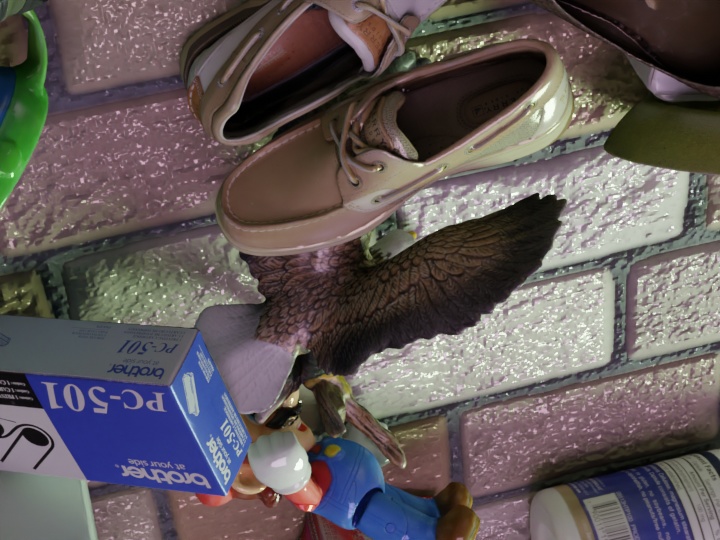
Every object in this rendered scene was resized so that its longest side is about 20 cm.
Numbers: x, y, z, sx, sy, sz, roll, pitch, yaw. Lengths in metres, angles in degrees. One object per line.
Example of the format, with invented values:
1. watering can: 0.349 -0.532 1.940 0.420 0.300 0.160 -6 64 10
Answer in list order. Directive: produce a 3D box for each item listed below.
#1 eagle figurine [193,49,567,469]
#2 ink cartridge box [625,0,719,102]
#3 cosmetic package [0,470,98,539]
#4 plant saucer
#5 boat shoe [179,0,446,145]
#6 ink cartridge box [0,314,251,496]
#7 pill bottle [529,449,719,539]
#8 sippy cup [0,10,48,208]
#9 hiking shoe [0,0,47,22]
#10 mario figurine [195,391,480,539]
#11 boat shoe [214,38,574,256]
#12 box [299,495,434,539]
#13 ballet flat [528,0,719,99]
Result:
1. eagle figurine: 0.002 -0.005 0.959 0.151 0.151 0.200 20 133 -14
2. ink cartridge box: 0.223 -0.195 0.891 0.145 0.084 0.200 -2 129 -14
3. cosmetic package: -0.208 0.225 1.030 0.123 0.200 0.200 -9 131 -10
4. plant saucer: 0.234 -0.079 0.936 0.199 0.200 0.031 -4 104 -15
5. boat shoe: -0.002 -0.132 0.883 0.200 0.068 0.075 -36 128 12
6. ink cartridge box: -0.168 0.072 0.950 0.199 0.044 0.094 2 136 25
7. pill bottle: 0.230 0.191 1.197 0.199 0.120 0.120 -11 132 -8
8. sippy cup: -0.243 -0.071 0.825 0.130 0.178 0.140 35 148 -26
9. hiking shoe: -0.163 -0.214 0.770 0.101 0.076 0.201 -30 127 -49
10. mario figurine: -0.018 0.112 1.056 0.200 0.106 0.123 24 152 -7
11. boat shoe: 0.012 -0.068 0.882 0.200 0.072 0.065 -20 162 7
12. box: 0.024 0.251 1.127 0.099 0.200 0.096 2 131 -19
13. ballet flat: 0.146 -0.128 0.849 0.200 0.046 0.067 26 128 -9
